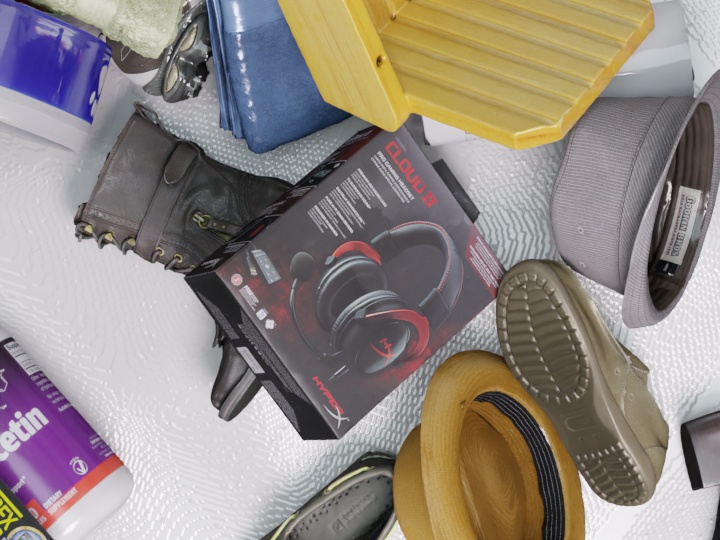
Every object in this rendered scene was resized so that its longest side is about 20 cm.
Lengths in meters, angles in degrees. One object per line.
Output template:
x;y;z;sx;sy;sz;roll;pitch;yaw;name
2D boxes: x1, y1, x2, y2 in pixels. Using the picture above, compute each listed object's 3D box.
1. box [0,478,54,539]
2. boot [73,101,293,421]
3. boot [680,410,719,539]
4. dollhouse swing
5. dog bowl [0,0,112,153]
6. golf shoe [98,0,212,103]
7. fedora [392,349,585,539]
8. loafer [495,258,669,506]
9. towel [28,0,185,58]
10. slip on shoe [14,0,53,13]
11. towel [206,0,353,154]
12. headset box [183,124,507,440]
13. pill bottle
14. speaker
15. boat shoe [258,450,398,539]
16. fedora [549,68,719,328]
-0.303;0.189;1.486;0.160;0.200;0.044;48;52;4;box
-0.129;-0.006;1.537;0.173;0.069;0.202;18;80;4;boot
0.346;0.175;1.517;0.198;0.068;0.190;-12;81;-4;boot
0.075;-0.207;1.423;0.200;0.175;0.183;-48;129;-29;dollhouse swing
-0.278;-0.151;1.476;0.198;0.200;0.080;19;89;3;dog bowl
-0.124;-0.226;1.529;0.094;0.078;0.201;26;90;4;golf shoe
0.081;0.161;1.492;0.081;0.200;0.202;-20;88;39;fedora
0.161;0.073;1.500;0.076;0.067;0.201;-10;113;39;loafer
-0.170;-0.262;1.456;0.147;0.036;0.202;22;73;-26;towel
-0.175;-0.252;1.511;0.061;0.074;0.200;37;64;23;slip on shoe
-0.058;-0.192;1.489;0.111;0.048;0.202;-20;121;-22;towel
0.000;0.000;1.480;0.200;0.075;0.149;-40;101;-21;headset box
-0.264;0.119;1.516;0.112;0.112;0.200;-43;88;2;pill bottle
0.139;-0.141;1.510;0.198;0.081;0.082;-8;89;4;speaker
-0.040;0.212;1.528;0.072;0.060;0.202;44;92;3;boat shoe
0.189;-0.058;1.463;0.090;0.201;0.178;18;59;21;fedora
